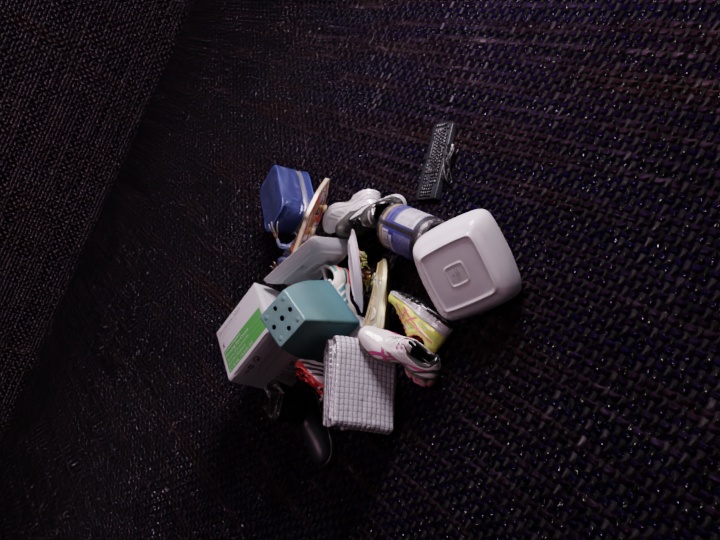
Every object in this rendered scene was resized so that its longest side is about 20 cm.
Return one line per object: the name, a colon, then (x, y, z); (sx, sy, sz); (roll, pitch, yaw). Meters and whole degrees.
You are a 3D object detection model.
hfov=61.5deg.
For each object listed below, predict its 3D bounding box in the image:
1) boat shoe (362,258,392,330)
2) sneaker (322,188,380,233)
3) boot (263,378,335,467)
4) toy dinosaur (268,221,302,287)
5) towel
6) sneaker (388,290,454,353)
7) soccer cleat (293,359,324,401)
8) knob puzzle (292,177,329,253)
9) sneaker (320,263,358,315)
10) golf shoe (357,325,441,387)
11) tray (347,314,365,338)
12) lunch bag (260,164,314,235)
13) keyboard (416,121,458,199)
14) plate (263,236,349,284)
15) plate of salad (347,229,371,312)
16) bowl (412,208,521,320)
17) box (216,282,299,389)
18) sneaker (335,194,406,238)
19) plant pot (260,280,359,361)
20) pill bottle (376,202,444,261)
boat shoe: (0.039, 0.065, 1.434); (0.062, 0.073, 0.205); (-2, 66, 15)
sneaker: (-0.027, -0.134, 1.603); (0.198, 0.077, 0.102); (-27, 58, 36)
boot: (-0.152, 0.366, 1.448); (0.076, 0.166, 0.203); (-37, 50, 27)
toy dinosaur: (-0.177, -0.053, 1.696); (0.181, 0.104, 0.204); (-29, 86, 53)
towel: (-0.003, 0.256, 1.341); (0.085, 0.162, 0.205); (-31, 52, 55)
sneaker: (0.118, 0.113, 1.348); (0.199, 0.077, 0.092); (38, 107, 48)
soccer cleat: (-0.082, 0.276, 1.491); (0.198, 0.084, 0.070); (34, 139, 32)
knob puzzle: (-0.113, -0.140, 1.575); (0.030, 0.220, 0.224); (21, 88, 4)
sneaker: (-0.065, 0.073, 1.538); (0.070, 0.092, 0.204); (-30, 54, 33)
golf shoe: (0.085, 0.164, 1.293); (0.197, 0.093, 0.073); (26, 49, 15)
tray: (-0.034, 0.158, 1.468); (0.196, 0.022, 0.110); (17, 93, 28)
lunch bag: (-0.207, -0.206, 1.779); (0.136, 0.130, 0.204); (-48, 44, 41)
keyboard: (0.186, -0.273, 1.469); (0.103, 0.039, 0.205); (4, 77, 47)
plate: (-0.124, -0.016, 1.572); (0.198, 0.198, 0.033); (-38, 70, 27)
plate of salad: (0.000, 0.000, 1.470); (0.200, 0.047, 0.206); (174, 90, -85)
bowl: (0.207, 0.000, 1.231); (0.197, 0.074, 0.203); (-25, 94, 33)
box: (-0.234, 0.180, 1.587); (0.200, 0.198, 0.173); (-49, 43, 19)
sneaker: (0.019, -0.132, 1.501); (0.196, 0.091, 0.068); (-22, 97, 15)
plant pot: (-0.128, 0.112, 1.396); (0.141, 0.199, 0.142); (-46, 67, 15)
pill bottle: (0.134, -0.077, 1.385); (0.199, 0.111, 0.114); (29, 94, 47)
